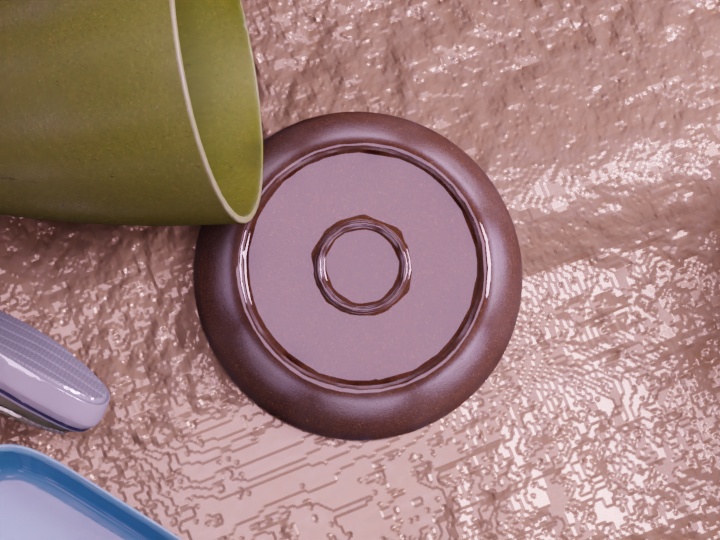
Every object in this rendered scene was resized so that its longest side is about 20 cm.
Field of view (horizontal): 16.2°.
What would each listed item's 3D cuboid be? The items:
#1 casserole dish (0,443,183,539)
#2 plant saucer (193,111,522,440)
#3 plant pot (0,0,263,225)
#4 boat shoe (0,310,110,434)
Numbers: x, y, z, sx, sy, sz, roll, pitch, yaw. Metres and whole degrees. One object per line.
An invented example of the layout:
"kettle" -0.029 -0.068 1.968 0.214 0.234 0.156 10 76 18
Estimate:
"casserole dish" -0.170 0.186 1.458 0.200 0.039 0.121 31 79 1
"plant saucer" 0.000 0.000 1.506 0.199 0.032 0.201 1 80 -5
"plant pot" -0.176 -0.104 1.448 0.199 0.187 0.188 -9 81 10
"boat shoe" -0.243 0.050 1.470 0.199 0.072 0.062 27 104 4
